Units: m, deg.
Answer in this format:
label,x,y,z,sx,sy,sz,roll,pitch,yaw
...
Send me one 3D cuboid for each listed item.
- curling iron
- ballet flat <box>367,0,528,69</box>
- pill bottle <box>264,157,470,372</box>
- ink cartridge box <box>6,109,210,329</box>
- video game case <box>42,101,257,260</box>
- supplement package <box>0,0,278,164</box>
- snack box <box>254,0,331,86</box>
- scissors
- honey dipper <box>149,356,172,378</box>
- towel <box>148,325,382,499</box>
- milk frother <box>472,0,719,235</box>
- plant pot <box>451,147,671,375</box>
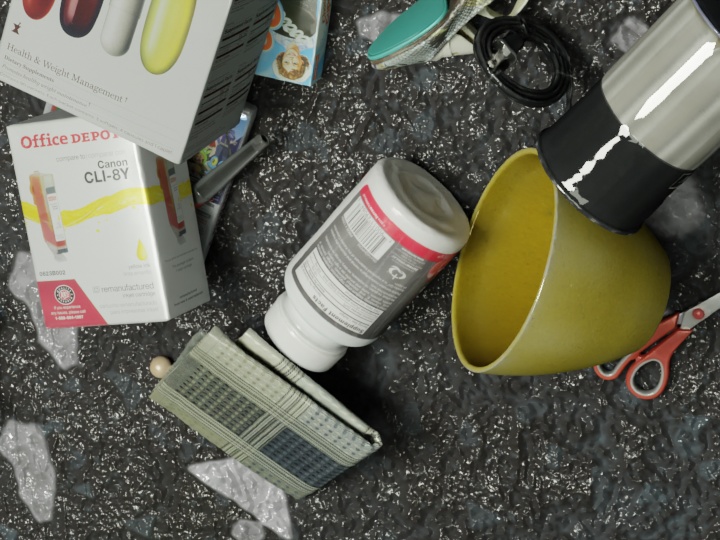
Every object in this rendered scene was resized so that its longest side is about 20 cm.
label,x,y,z,sx,sy,sz,roll,pitch,yaw
curling iron,-0.150,-0.063,1.574,0.050,0.026,0.200,47,118,4
ballet flat,0.094,-0.227,1.442,0.200,0.072,0.072,-40,95,27
pill bottle,0.000,0.000,1.530,0.111,0.111,0.200,42,116,-1
ink cartridge box,-0.237,-0.054,1.555,0.145,0.083,0.200,-4,101,26
video game case,-0.217,-0.118,1.604,0.200,0.023,0.182,26,116,8
supplement package,-0.184,-0.235,1.437,0.191,0.147,0.200,24,115,8
snack box,-0.126,-0.248,1.516,0.200,0.037,0.116,13,114,12
scissors,0.294,0.041,1.507,0.073,0.014,0.200,40,118,2
honey dipper,-0.121,0.128,1.660,0.200,0.038,0.038,19,115,12
towel,-0.096,0.136,1.607,0.200,0.035,0.193,36,147,-8
milk frother,0.216,-0.171,1.353,0.200,0.181,0.188,36,121,-13
plant pot,0.186,0.007,1.448,0.142,0.200,0.200,15,117,-17
